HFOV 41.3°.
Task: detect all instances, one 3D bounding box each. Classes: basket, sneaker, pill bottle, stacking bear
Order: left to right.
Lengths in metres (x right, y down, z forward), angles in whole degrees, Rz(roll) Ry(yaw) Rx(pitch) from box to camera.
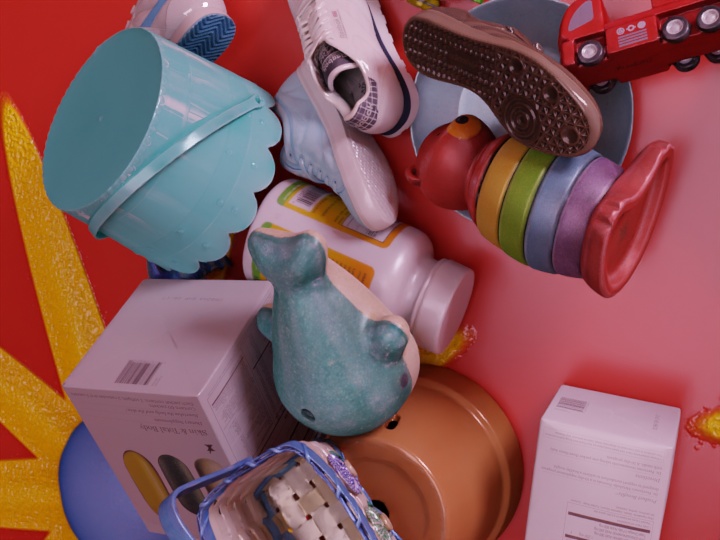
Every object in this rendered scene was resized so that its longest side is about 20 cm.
[{"bbox_3d":[-0.211,-0.221,0.972,0.199,0.076,0.082,-34,67,24],"label":"sneaker"},{"bbox_3d":[-0.057,0.219,0.742,0.139,0.200,0.177,-39,83,23],"label":"basket"},{"bbox_3d":[-0.029,-0.102,0.883,0.082,0.074,0.202,-39,52,22],"label":"sneaker"},{"bbox_3d":[-0.022,-0.210,0.866,0.076,0.080,0.201,-47,63,35],"label":"sneaker"},{"bbox_3d":[0.000,0.000,0.886,0.198,0.111,0.113,24,107,18],"label":"pill bottle"},{"bbox_3d":[0.124,-0.162,0.757,0.200,0.075,0.071,40,140,31],"label":"sneaker"},{"bbox_3d":[0.133,-0.066,0.781,0.198,0.121,0.115,26,143,28],"label":"stacking bear"}]

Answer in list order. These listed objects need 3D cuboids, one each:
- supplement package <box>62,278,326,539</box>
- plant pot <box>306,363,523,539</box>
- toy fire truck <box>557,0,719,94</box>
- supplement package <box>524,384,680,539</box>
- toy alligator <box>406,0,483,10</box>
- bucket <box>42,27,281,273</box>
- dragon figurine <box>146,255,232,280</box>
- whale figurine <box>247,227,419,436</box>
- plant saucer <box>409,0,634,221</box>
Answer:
[{"bbox_3d":[-0.145,0.133,0.904,0.150,0.151,0.202,1,129,26],"label":"supplement package"},{"bbox_3d":[0.040,0.200,0.886,0.197,0.140,0.203,4,99,22],"label":"plant pot"},{"bbox_3d":[0.248,-0.227,0.742,0.197,0.049,0.143,-12,63,26],"label":"toy fire truck"},{"bbox_3d":[0.205,0.220,0.830,0.108,0.114,0.203,10,101,20],"label":"supplement package"},{"bbox_3d":[0.021,-0.286,0.863,0.198,0.054,0.060,30,108,17],"label":"toy alligator"},{"bbox_3d":[-0.188,-0.112,0.884,0.205,0.134,0.210,-20,59,36],"label":"bucket"},{"bbox_3d":[-0.173,0.007,0.991,0.198,0.059,0.101,20,106,21],"label":"dragon figurine"},{"bbox_3d":[-0.034,0.057,0.789,0.157,0.104,0.201,6,138,36],"label":"whale figurine"},{"bbox_3d":[0.142,-0.137,0.843,0.198,0.039,0.204,4,101,22],"label":"plant saucer"}]
